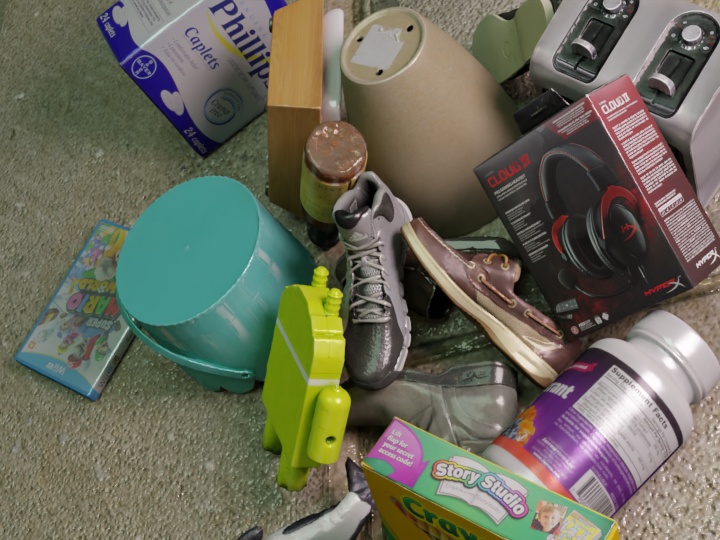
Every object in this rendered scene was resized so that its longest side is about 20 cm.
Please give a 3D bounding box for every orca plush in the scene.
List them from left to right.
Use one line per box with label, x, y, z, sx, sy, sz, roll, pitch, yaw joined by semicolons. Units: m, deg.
orca plush;-0.071;0.254;1.041;0.201;0.105;0.071;-52;20;-6

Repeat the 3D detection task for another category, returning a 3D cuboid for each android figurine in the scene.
android figurine;-0.053;0.098;1.063;0.182;0.040;0.203;-128;47;-60

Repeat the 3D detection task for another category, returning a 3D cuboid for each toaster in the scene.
toaster;0.268;-0.163;1.050;0.180;0.200;0.119;32;81;30

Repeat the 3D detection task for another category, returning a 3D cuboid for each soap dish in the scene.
soap dish;-0.061;-0.172;1.215;0.079;0.201;0.160;2;58;-3

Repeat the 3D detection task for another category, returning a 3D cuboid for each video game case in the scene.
video game case;-0.310;0.042;1.333;0.141;0.018;0.202;18;71;34

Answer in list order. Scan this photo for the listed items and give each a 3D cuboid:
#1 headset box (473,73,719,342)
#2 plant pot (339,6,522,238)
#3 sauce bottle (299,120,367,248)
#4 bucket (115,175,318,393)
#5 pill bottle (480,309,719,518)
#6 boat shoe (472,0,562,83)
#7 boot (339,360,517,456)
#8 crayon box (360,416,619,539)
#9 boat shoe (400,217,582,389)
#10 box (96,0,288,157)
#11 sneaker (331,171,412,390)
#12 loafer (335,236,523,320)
headset box;0.201;-0.061;0.980;0.075;0.202;0.148;-29;-1;-42
plant pot;0.059;-0.164;1.144;0.184;0.200;0.190;-13;56;21
sauce bottle;-0.032;-0.079;1.145;0.065;0.201;0.067;3;67;-6
bucket;-0.152;0.011;1.190;0.204;0.135;0.210;-14;54;20
pill bottle;0.203;0.129;0.935;0.199;0.112;0.111;-41;50;-13
boat shoe;0.175;-0.242;1.179;0.062;0.201;0.075;-10;91;-19
boot;0.056;0.160;1.035;0.197;0.068;0.133;-10;62;24
crayon box;0.108;0.221;0.886;0.198;0.174;0.058;21;57;33
boat shoe;0.122;0.016;1.037;0.072;0.072;0.200;-45;82;1
box;-0.177;-0.275;1.350;0.199;0.184;0.105;-37;49;2
sneaker;0.000;0.000;1.037;0.074;0.116;0.203;-6;61;17
loafer;0.062;0.010;1.116;0.197;0.073;0.072;-5;57;26
